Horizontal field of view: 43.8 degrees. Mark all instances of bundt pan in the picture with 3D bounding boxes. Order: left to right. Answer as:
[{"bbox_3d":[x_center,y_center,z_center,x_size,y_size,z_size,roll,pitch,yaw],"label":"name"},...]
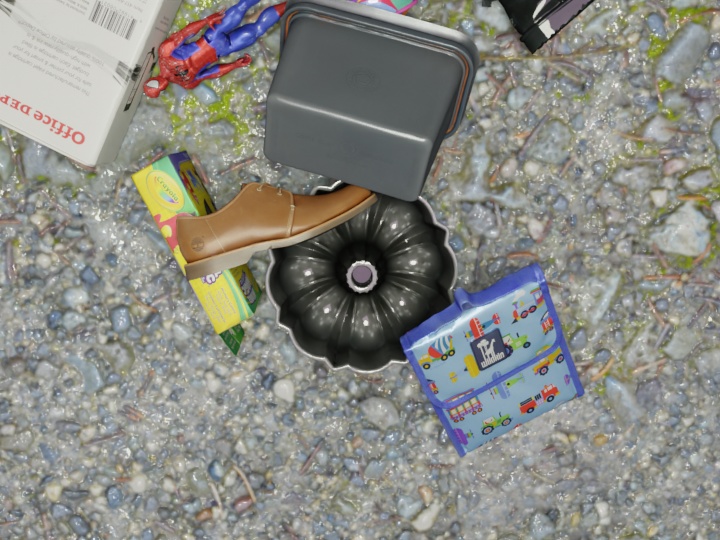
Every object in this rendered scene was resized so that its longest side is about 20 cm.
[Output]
[{"bbox_3d":[0.000,0.000,0.938,0.198,0.076,0.206,0,100,-2],"label":"bundt pan"}]

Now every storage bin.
[{"bbox_3d":[-0.002,-0.150,0.857,0.196,0.136,0.147,17,141,3],"label":"storage bin"}]

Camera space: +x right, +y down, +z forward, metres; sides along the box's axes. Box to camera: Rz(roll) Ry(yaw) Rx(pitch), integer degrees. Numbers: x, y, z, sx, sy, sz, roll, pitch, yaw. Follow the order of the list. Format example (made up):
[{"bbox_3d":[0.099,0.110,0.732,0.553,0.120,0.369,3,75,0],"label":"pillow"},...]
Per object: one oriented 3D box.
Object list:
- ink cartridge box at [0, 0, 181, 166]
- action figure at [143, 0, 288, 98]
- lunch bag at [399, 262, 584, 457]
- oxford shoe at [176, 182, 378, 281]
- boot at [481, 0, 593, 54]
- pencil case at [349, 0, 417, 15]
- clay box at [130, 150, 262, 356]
[{"bbox_3d":[-0.281,-0.226,0.888,0.144,0.084,0.203,26,98,-5],"label":"ink cartridge box"},{"bbox_3d":[-0.137,-0.236,0.904,0.198,0.052,0.066,-33,134,6],"label":"action figure"},{"bbox_3d":[0.126,0.076,0.896,0.149,0.095,0.201,-27,139,3],"label":"lunch bag"},{"bbox_3d":[-0.077,-0.054,0.840,0.197,0.071,0.073,-19,92,-17],"label":"oxford shoe"},{"bbox_3d":[0.188,-0.336,0.893,0.197,0.073,0.163,-39,93,3],"label":"boot"},{"bbox_3d":[-0.024,-0.326,0.878,0.088,0.088,0.201,-34,99,4],"label":"pencil case"},{"bbox_3d":[-0.155,-0.020,0.911,0.047,0.115,0.202,-28,100,3],"label":"clay box"}]
